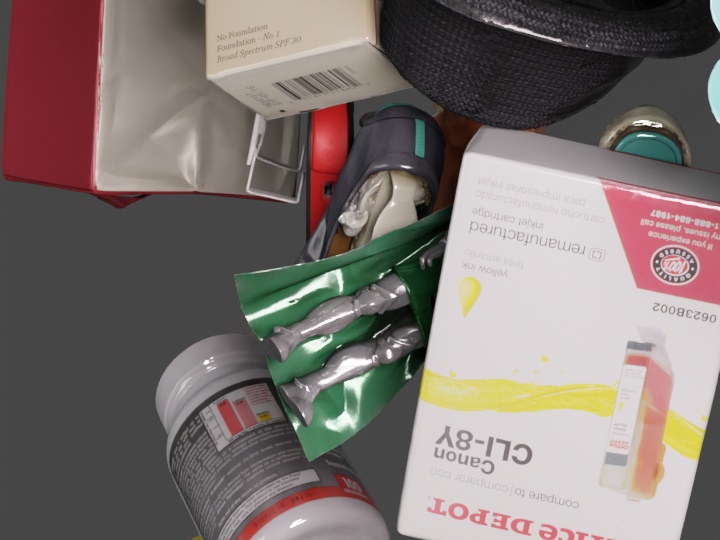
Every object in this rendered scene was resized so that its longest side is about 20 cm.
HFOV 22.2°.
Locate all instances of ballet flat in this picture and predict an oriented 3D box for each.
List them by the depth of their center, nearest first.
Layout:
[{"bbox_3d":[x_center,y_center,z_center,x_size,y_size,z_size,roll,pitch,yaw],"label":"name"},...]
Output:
[{"bbox_3d":[0.136,0.008,0.985,0.062,0.067,0.202,-86,11,-73],"label":"ballet flat"},{"bbox_3d":[0.000,0.000,1.046,0.073,0.072,0.201,60,140,42],"label":"ballet flat"}]

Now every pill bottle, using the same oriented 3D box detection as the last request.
[{"bbox_3d":[-0.067,0.141,1.263,0.201,0.115,0.117,56,135,45],"label":"pill bottle"}]

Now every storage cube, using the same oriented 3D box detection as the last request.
[{"bbox_3d":[-0.155,-0.144,1.373,0.179,0.169,0.203,10,97,58],"label":"storage cube"}]

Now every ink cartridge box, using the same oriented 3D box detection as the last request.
[{"bbox_3d":[0.107,0.044,0.920,0.083,0.143,0.202,-55,-24,-73],"label":"ink cartridge box"}]

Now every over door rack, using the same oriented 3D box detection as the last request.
[{"bbox_3d":[-0.067,-0.152,1.158,0.148,0.066,0.203,-93,2,-78],"label":"over door rack"}]

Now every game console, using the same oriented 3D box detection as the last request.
[{"bbox_3d":[-0.017,-0.058,1.171,0.178,0.031,0.202,-88,0,-52],"label":"game console"}]

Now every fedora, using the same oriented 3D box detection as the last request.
[{"bbox_3d":[0.081,-0.133,0.930,0.201,0.199,0.092,61,140,41],"label":"fedora"}]

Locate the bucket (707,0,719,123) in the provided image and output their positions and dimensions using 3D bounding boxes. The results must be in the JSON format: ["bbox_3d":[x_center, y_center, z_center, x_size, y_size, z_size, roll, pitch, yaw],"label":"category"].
[{"bbox_3d":[0.247,-0.087,0.701,0.207,0.133,0.210,-6,83,61],"label":"bucket"}]

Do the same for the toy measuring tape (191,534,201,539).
[{"bbox_3d":[-0.119,0.258,1.397,0.201,0.073,0.074,-64,38,36],"label":"toy measuring tape"}]

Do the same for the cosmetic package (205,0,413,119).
[{"bbox_3d":[-0.026,-0.195,1.002,0.102,0.073,0.202,-11,71,25],"label":"cosmetic package"}]

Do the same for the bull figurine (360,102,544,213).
[{"bbox_3d":[0.050,-0.062,1.095,0.122,0.065,0.201,62,141,27],"label":"bull figurine"}]

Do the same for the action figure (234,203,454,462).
[{"bbox_3d":[0.041,0.011,0.993,0.055,0.199,0.119,37,151,57],"label":"action figure"}]
